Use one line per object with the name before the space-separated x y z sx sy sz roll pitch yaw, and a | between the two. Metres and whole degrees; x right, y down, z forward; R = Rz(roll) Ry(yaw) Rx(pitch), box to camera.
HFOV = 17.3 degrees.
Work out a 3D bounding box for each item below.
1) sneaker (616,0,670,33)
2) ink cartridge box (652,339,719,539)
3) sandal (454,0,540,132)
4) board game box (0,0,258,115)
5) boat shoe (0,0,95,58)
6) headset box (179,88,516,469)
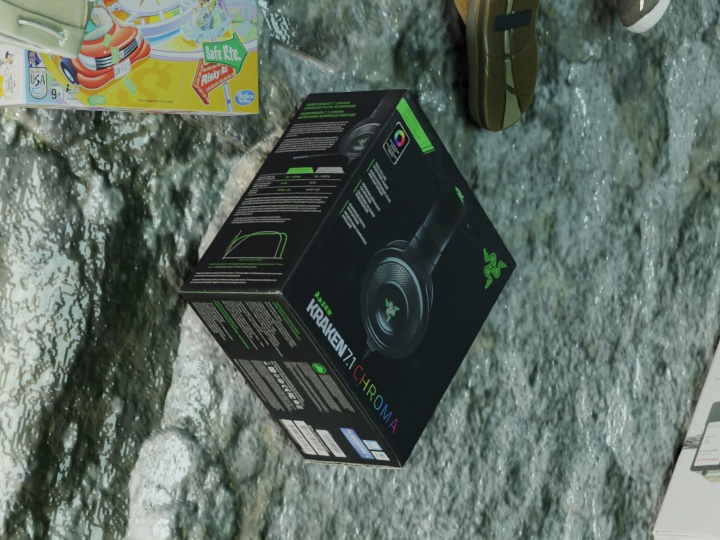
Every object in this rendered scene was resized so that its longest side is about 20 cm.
sneaker | 0.203 -0.287 1.844 0.082 0.077 0.201 4 86 -22
ink cartridge box | 0.338 0.170 1.976 0.146 0.084 0.201 45 58 -40
sandal | 0.098 -0.203 1.724 0.080 0.054 0.201 -11 113 -43
board game box | -0.143 -0.165 1.451 0.200 0.034 0.135 -3 92 -49
boat shoe | -0.231 -0.156 1.302 0.199 0.072 0.062 5 91 -35
headset box | 0.000 0.000 1.575 0.174 0.093 0.200 57 50 -34
